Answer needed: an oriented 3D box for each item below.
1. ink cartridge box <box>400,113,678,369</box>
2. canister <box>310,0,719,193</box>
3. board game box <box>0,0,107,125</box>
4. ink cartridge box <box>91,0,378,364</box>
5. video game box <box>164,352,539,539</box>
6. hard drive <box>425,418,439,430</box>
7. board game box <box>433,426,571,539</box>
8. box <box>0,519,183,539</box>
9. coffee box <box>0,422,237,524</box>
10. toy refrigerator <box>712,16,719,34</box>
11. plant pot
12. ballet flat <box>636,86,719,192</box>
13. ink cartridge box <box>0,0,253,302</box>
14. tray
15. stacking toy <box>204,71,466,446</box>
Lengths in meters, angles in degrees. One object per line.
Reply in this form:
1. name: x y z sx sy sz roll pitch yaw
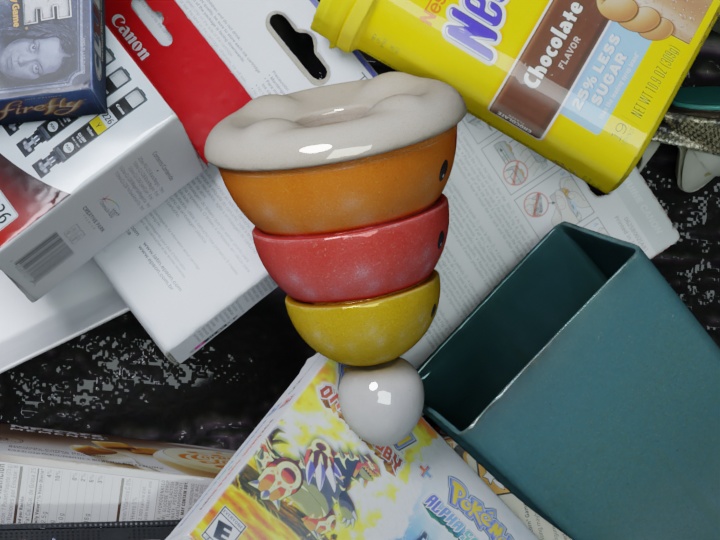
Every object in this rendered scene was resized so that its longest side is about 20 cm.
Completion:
1. ink cartridge box: 0.067 -0.029 1.383 0.199 0.057 0.163 -34 97 -3
2. canister: 0.093 -0.153 1.299 0.199 0.087 0.149 30 76 0
3. board game box: -0.210 -0.177 1.257 0.135 0.035 0.201 -7 69 6
4. ink cartridge box: -0.091 -0.081 1.341 0.200 0.043 0.197 -37 75 -4
5. video game box: 0.006 0.166 1.273 0.200 0.047 0.182 46 44 -8
6. hard drive: 0.120 0.174 1.427 0.139 0.033 0.201 -17 96 -7
7. board game box: 0.141 0.151 1.388 0.199 0.046 0.152 -13 95 -8
8. box: -0.140 0.236 1.225 0.159 0.044 0.201 0 62 -8
9. coffee box: -0.128 0.147 1.348 0.199 0.114 0.080 8 93 -8
10. toy refrigerator: 0.167 -0.222 1.389 0.199 0.070 0.076 27 90 -9
11. plant pot: 0.153 0.097 1.298 0.141 0.141 0.200 -46 105 -4
12. ballet flat: 0.180 -0.088 1.408 0.199 0.068 0.076 8 107 -2
13. ink cartridge box: -0.183 -0.118 1.295 0.175 0.084 0.200 -38 69 -4
14. tray: -0.191 -0.005 1.363 0.199 0.022 0.108 -26 76 -6
15. stacking toy: 0.000 0.000 1.254 0.145 0.146 0.201 -12 106 -7
